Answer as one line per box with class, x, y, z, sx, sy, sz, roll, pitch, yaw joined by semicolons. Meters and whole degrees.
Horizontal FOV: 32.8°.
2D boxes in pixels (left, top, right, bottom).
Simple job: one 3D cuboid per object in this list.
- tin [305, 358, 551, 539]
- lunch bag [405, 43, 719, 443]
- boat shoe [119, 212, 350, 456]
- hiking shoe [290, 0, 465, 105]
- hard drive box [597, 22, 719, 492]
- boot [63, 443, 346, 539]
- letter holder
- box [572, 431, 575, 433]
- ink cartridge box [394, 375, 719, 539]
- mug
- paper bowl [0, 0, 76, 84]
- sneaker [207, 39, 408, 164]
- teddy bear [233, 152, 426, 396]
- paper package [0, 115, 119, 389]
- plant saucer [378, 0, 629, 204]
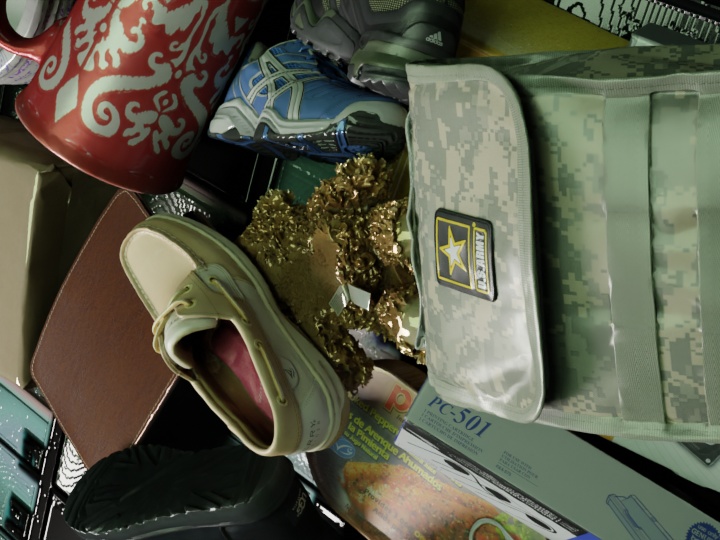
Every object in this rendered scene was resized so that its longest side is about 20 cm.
tin;0.046;0.134;0.784;0.200;0.042;0.112;36;120;31
lunch bag;0.110;-0.017;0.549;0.199;0.118;0.165;1;106;25
boat shoe;-0.092;0.037;0.762;0.200;0.069;0.074;43;121;24
hiking shoe;0.019;-0.167;0.746;0.101;0.075;0.200;-63;29;14
hard drive box;0.177;-0.005;0.632;0.155;0.077;0.201;24;112;13
boot;-0.091;0.199;0.855;0.199;0.077;0.168;-11;127;31
letter holder;-0.150;0.046;0.922;0.142;0.100;0.200;49;123;26
box;0.087;0.189;0.795;0.163;0.021;0.201;-19;83;39
ink cartridge box;0.115;0.123;0.670;0.200;0.094;0.044;31;76;6
mug;-0.156;-0.179;0.848;0.200;0.177;0.134;-56;32;20
paper bowl;-0.275;-0.250;0.979;0.200;0.104;0.202;6;99;38
sneaker;-0.037;-0.114;0.803;0.200;0.076;0.077;15;89;53
teddy bear;0.000;0.000;0.758;0.200;0.067;0.146;-23;86;50
paper package;-0.297;-0.024;1.029;0.199;0.103;0.192;21;108;35
plant saucer;0.091;-0.057;0.743;0.200;0.048;0.201;34;117;31
